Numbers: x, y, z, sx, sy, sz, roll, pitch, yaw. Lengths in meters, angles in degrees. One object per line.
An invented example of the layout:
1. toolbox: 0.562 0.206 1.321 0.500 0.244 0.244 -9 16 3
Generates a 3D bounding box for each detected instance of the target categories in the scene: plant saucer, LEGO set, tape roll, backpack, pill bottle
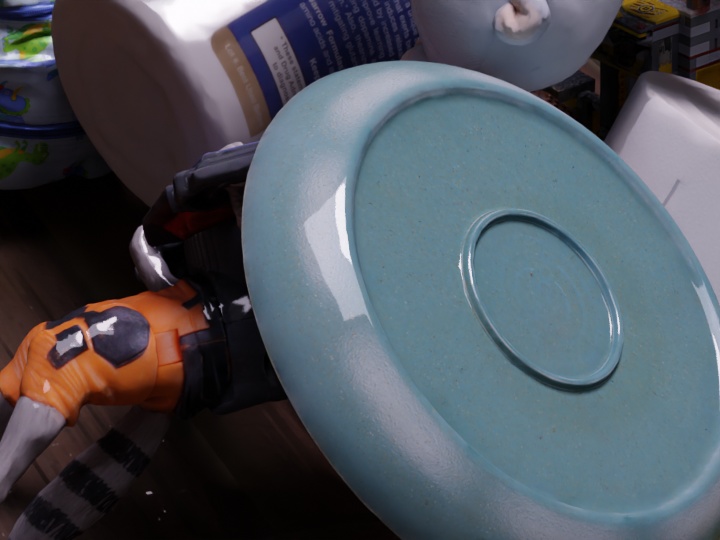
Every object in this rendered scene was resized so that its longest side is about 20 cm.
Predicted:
1. plant saucer: 0.052 0.014 0.863 0.200 0.027 0.200 22 49 -28
2. LEGO set: 0.069 -0.086 1.158 0.154 0.116 0.200 -15 31 -23
3. tape roll: 0.176 0.001 1.020 0.202 0.071 0.202 26 14 -7
4. backpack: -0.173 -0.108 1.152 0.163 0.154 0.200 -10 47 -42
5. pill bottle: -0.013 -0.110 1.075 0.200 0.111 0.111 -34 48 -27

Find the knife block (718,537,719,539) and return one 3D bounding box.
1. knife block: 0.103 0.117 0.900 0.175 0.064 0.200 0 31 -19

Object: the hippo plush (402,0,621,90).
1. hippo plush: 0.072 -0.132 0.993 0.161 0.200 0.159 -35 7 -15

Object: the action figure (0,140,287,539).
1. action figure: -0.060 0.027 0.945 0.193 0.105 0.200 -24 -5 -9
